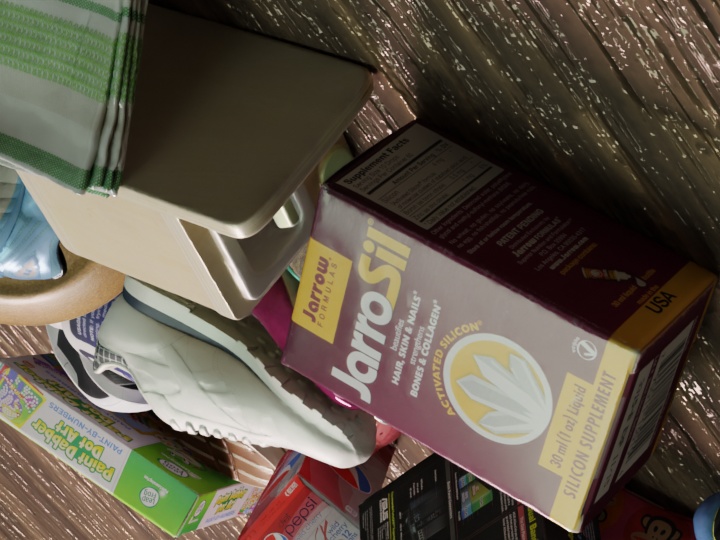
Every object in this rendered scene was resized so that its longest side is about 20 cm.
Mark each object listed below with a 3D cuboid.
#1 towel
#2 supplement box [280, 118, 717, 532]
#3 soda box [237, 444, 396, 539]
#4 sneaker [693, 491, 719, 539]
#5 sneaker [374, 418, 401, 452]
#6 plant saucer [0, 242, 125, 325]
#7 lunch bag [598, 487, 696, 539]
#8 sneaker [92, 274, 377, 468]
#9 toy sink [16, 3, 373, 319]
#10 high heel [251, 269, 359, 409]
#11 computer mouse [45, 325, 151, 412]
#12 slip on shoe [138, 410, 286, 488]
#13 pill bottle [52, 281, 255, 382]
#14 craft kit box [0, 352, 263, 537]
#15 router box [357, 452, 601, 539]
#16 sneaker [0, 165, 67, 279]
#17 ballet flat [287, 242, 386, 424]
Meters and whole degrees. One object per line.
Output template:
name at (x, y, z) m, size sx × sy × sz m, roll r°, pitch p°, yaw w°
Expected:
towel at (-0.180, -0.152, 1.222) m, size 0.149 × 0.031 × 0.200 m, roll 19°, pitch 106°, yaw 34°
supplement box at (0.073, 0.027, 1.194) m, size 0.200 × 0.103 × 0.131 m, roll 28°, pitch 128°, yaw 21°
soda box at (-0.028, 0.156, 1.542) m, size 0.063 × 0.070 × 0.200 m, roll 40°, pitch -168°, yaw -3°
sneaker at (0.286, 0.199, 1.312) m, size 0.200 × 0.066 × 0.078 m, roll 37°, pitch 168°, yaw 4°
sneaker at (0.022, 0.076, 1.428) m, size 0.074 × 0.087 × 0.200 m, roll 34°, pitch 156°, yaw 8°
plant saucer at (-0.228, -0.053, 1.441) m, size 0.200 × 0.200 × 0.035 m, roll 43°, pitch -166°, yaw -11°
lunch bag at (0.170, 0.240, 1.398) m, size 0.200 × 0.176 × 0.082 m, roll 25°, pitch 154°, yaw 27°
sneaker at (-0.080, 0.076, 1.398) m, size 0.200 × 0.081 × 0.076 m, roll 32°, pitch -166°, yaw 18°
toy sink at (-0.085, -0.059, 1.286) m, size 0.200 × 0.130 × 0.112 m, roll 19°, pitch 150°, yaw 36°
high heel at (-0.067, 0.022, 1.390) m, size 0.096 × 0.067 × 0.200 m, roll -43°, pitch 65°, yaw 28°
computer mouse at (-0.201, 0.053, 1.623) m, size 0.200 × 0.110 × 0.044 m, roll 49°, pitch 130°, yaw 45°
slip on shoe at (-0.134, 0.099, 1.726) m, size 0.200 × 0.061 × 0.076 m, roll 28°, pitch 146°, yaw 17°
pill bottle at (-0.138, 0.024, 1.528) m, size 0.200 × 0.116 × 0.116 m, roll 23°, pitch 152°, yaw 31°
craft kit box at (-0.185, 0.135, 1.765) m, size 0.200 × 0.049 × 0.198 m, roll 32°, pitch -169°, yaw 13°
router box at (0.075, 0.189, 1.356) m, size 0.150 × 0.200 × 0.062 m, roll -37°, pitch 120°, yaw 24°
sneaker at (-0.189, -0.081, 1.385) m, size 0.090 × 0.200 × 0.078 m, roll 17°, pitch -157°, yaw -19°
ballet flat at (0.000, 0.000, 1.336) m, size 0.067 × 0.068 × 0.200 m, roll -43°, pitch 69°, yaw 28°
